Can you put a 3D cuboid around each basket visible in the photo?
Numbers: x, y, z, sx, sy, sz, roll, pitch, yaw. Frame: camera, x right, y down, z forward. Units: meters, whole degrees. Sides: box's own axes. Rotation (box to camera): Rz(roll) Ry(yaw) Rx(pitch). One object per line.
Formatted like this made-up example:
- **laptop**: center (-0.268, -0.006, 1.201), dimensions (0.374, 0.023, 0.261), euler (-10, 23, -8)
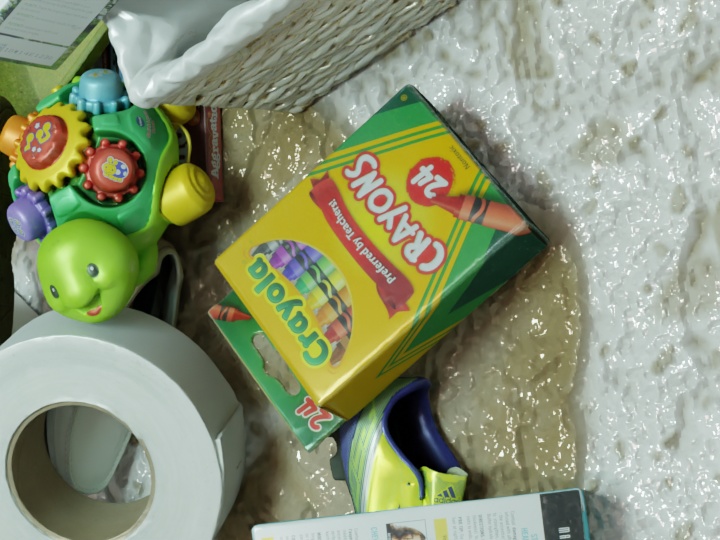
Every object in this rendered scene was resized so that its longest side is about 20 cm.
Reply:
- **basket**: center (-0.061, -0.228, 1.146), dimensions (0.198, 0.160, 0.201), euler (-31, 72, 33)

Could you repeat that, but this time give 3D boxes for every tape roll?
- **tape roll**: center (-0.180, 0.127, 1.232), dimensions (0.201, 0.071, 0.204), euler (3, 107, 10)

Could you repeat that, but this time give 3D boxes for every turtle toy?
- **turtle toy**: center (-0.182, -0.052, 1.222), dimensions (0.145, 0.101, 0.201), euler (-27, 59, 23)

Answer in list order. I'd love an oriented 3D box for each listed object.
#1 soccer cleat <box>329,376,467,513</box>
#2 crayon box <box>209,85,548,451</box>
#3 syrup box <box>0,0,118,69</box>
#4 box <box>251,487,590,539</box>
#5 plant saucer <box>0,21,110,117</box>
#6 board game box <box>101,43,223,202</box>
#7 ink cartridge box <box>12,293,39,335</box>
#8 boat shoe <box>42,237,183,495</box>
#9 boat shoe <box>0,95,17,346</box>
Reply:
- **soccer cleat**: center (0.036, 0.163, 1.127), dimensions (0.083, 0.065, 0.201), euler (-23, 75, 32)
- **crayon box**: center (0.000, 0.000, 1.117), dimensions (0.200, 0.051, 0.127), euler (-43, 63, 7)
- **syrup box**: center (-0.169, -0.217, 1.080), dimensions (0.200, 0.079, 0.082), euler (-43, 64, 28)
- **box**: center (0.039, 0.181, 1.077), dimensions (0.199, 0.049, 0.083), euler (-7, 83, 8)
- **plant saucer**: center (-0.238, -0.215, 1.332), dimensions (0.200, 0.048, 0.201), euler (-43, 65, 45)
- **board game box**: center (-0.145, -0.146, 1.298), dimensions (0.102, 0.019, 0.201), euler (-4, 87, 36)
- **ink cartridge box**: center (-0.310, 0.116, 1.379), dimensions (0.145, 0.084, 0.201), euler (39, 112, 31)
- **boat shoe**: center (-0.177, 0.068, 1.285), dimensions (0.068, 0.074, 0.201), euler (16, 98, 42)
- **boat shoe**: center (-0.285, -0.027, 1.292), dimensions (0.066, 0.072, 0.202), euler (-3, 77, 19)
